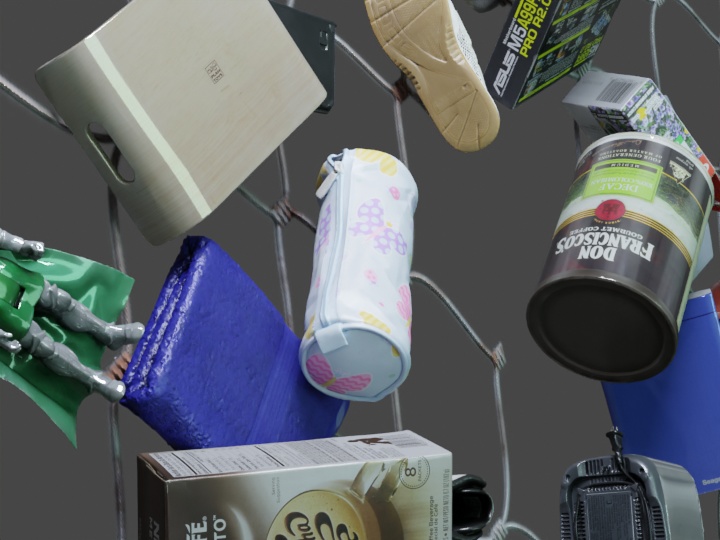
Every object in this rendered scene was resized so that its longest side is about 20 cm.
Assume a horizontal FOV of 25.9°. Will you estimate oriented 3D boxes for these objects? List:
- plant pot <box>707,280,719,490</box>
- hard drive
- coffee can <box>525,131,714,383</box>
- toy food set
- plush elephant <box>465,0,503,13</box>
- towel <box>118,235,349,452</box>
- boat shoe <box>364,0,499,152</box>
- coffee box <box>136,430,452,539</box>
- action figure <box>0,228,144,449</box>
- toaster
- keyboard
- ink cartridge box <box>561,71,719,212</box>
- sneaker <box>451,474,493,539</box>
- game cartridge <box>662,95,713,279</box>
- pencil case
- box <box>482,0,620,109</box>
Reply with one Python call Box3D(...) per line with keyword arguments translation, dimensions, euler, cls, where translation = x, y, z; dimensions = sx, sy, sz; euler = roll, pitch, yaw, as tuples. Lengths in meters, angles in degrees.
Box3D(translation=(0.411, 0.104, 1.699), dimensions=(0.195, 0.199, 0.203), euler=(-42, 116, -59), cls="plant pot")
Box3D(translation=(0.319, 0.133, 1.600), dimensions=(0.025, 0.130, 0.202), euler=(-64, 137, -75), cls="hard drive")
Box3D(translation=(0.256, -0.014, 1.530), dimensions=(0.147, 0.145, 0.201), euler=(54, 43, -32), cls="coffee can")
Box3D(translation=(-0.120, -0.132, 1.101), dimensions=(0.144, 0.060, 0.200), euler=(56, 48, -18), cls="toy food set")
Box3D(translation=(0.114, -0.360, 1.428), dimensions=(0.155, 0.165, 0.200), euler=(45, -2, 10), cls="plush elephant")
Box3D(translation=(-0.087, 0.090, 1.114), dimensions=(0.200, 0.049, 0.149), euler=(51, 41, -37), cls="towel")
Box3D(translation=(0.059, -0.199, 1.375), dimensions=(0.202, 0.070, 0.069), euler=(64, 12, -10), cls="boat shoe")
Box3D(translation=(-0.044, 0.175, 1.031), dimensions=(0.197, 0.080, 0.115), euler=(-3, 97, -22), cls="coffee box")
Box3D(translation=(-0.218, 0.015, 0.944), dimensions=(0.199, 0.054, 0.120), euler=(35, 58, -40), cls="action figure")
Box3D(translation=(0.264, 0.256, 1.511), dimensions=(0.129, 0.112, 0.203), euler=(15, 69, -56), cls="toaster")
Box3D(translation=(-0.083, -0.196, 1.206), dimensions=(0.199, 0.020, 0.129), euler=(8, 82, -55), cls="keyboard")
Box3D(translation=(0.304, -0.116, 1.625), dimensions=(0.050, 0.109, 0.200), euler=(-47, 117, -11), cls="ink cartridge box")
Box3D(translation=(0.052, 0.190, 1.196), dimensions=(0.200, 0.114, 0.077), euler=(24, 70, -68), cls="sneaker")
Box3D(translation=(0.342, -0.087, 1.762), dimensions=(0.133, 0.041, 0.202), euler=(-39, 113, -55), cls="game cartridge")
Box3D(translation=(0.000, 0.000, 1.180), dimensions=(0.091, 0.082, 0.202), euler=(71, 16, -45), cls="pencil case")
Box3D(translation=(0.201, -0.257, 1.515), dimensions=(0.200, 0.044, 0.161), euler=(-35, 154, -51), cls="box")
